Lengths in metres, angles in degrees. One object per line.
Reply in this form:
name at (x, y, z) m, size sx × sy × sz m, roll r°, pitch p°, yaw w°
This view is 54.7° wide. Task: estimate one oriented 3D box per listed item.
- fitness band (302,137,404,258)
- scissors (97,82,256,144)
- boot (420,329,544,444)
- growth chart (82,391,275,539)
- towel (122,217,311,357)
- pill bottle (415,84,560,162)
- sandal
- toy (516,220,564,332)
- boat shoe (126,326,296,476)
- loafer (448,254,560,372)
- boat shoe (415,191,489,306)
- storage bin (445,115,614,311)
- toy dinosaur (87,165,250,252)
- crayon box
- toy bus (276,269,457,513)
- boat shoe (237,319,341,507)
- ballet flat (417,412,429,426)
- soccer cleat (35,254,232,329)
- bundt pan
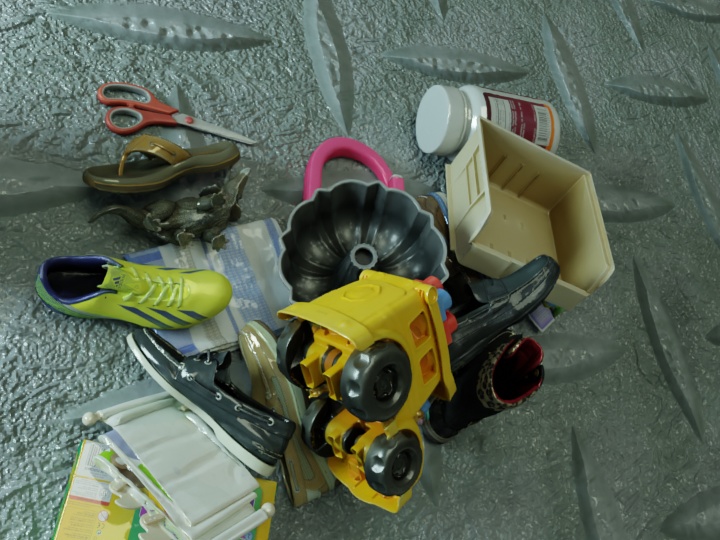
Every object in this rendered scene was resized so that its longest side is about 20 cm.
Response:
fitness band at (-0.008, -0.088, 0.929) m, size 0.141 × 0.037 × 0.204 m, roll 11°, pitch 61°, yaw -22°
scissors at (-0.229, -0.199, 0.883) m, size 0.196 × 0.014 × 0.075 m, roll 0°, pitch 65°, yaw -25°
boot at (0.169, 0.121, 0.846) m, size 0.199 × 0.151 × 0.074 m, roll -35°, pitch 83°, yaw -35°
growth chart at (-0.171, 0.182, 0.642) m, size 0.143 × 0.018 × 0.199 m, roll -3°, pitch 36°, yaw -50°
towel at (-0.157, 0.021, 0.808) m, size 0.197 × 0.024 × 0.149 m, roll -16°, pitch 74°, yaw -32°
pill bottle at (0.189, -0.212, 1.042) m, size 0.196 × 0.114 × 0.117 m, roll 4°, pitch 64°, yaw -25°
sandal at (-0.229, -0.134, 0.808) m, size 0.197 × 0.080 × 0.055 m, roll -22°, pitch 121°, yaw -37°
toy at (0.241, -0.024, 1.017) m, size 0.114 × 0.047 × 0.202 m, roll -32°, pitch 84°, yaw -36°
boat shoe at (-0.145, 0.114, 0.698) m, size 0.199 × 0.075 × 0.066 m, roll 41°, pitch 88°, yaw 10°
loafer at (0.152, 0.040, 0.832) m, size 0.199 × 0.068 × 0.071 m, roll -37°, pitch 100°, yaw -5°
boat shoe at (0.111, -0.011, 0.938) m, size 0.071 × 0.073 × 0.203 m, roll -10°, pitch 61°, yaw -25°
storage bin at (0.221, -0.074, 0.936) m, size 0.196 × 0.094 × 0.202 m, roll 22°, pitch 45°, yaw -19°
toy dinosaur at (-0.204, -0.058, 0.793) m, size 0.196 × 0.102 × 0.079 m, roll -20°, pitch 106°, yaw -21°
crayon box at (-0.185, 0.247, 0.661) m, size 0.196 × 0.058 × 0.121 m, roll 19°, pitch 59°, yaw -18°
toy bus at (0.032, 0.099, 0.692) m, size 0.190 × 0.134 × 0.204 m, roll -30°, pitch 117°, yaw -34°
boat shoe at (-0.092, 0.155, 0.747) m, size 0.075 × 0.072 × 0.203 m, roll -26°, pitch 83°, yaw -20°
ballet flat at (0.033, 0.093, 0.850) m, size 0.069 × 0.070 × 0.204 m, roll -5°, pitch 63°, yaw -9°
soccer cleat at (-0.230, 0.019, 0.714) m, size 0.195 × 0.084 × 0.066 m, roll 3°, pitch 67°, yaw -11°
bundt pan at (0.000, 0.000, 0.816) m, size 0.197 × 0.076 × 0.206 m, roll 3°, pitch 65°, yaw -6°
